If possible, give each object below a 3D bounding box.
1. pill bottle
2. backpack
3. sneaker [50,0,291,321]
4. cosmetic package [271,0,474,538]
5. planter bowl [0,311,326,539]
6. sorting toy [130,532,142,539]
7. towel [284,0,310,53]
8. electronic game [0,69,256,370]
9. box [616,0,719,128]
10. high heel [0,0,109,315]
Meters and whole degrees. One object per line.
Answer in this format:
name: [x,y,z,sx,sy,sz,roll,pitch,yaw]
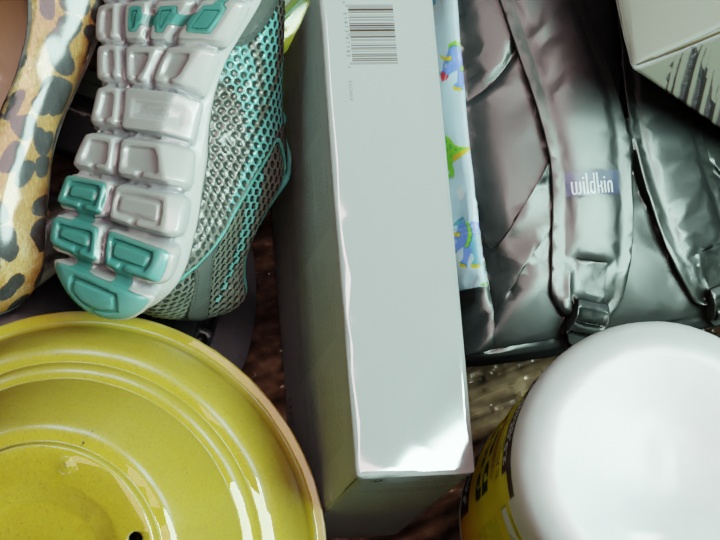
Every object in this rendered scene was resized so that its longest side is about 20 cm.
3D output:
pill bottle: [0.099,0.092,1.089,0.109,0.200,0.109,2,76,-6]
backpack: [0.085,-0.071,1.168,0.163,0.154,0.200,-11,96,-18]
sneaker: [-0.062,-0.070,1.120,0.078,0.091,0.200,14,83,34]
cosmetic package: [0.000,0.000,1.127,0.052,0.151,0.200,-1,76,-13]
planter bowl: [-0.116,0.113,1.066,0.200,0.083,0.201,0,85,6]
sorting toy: [-0.130,0.208,1.120,0.185,0.036,0.200,-16,78,-10]
towel: [-0.104,-0.162,1.189,0.086,0.018,0.200,-46,106,-14]
electronic game: [-0.142,0.005,1.167,0.200,0.042,0.200,4,73,-13]
box: [0.180,-0.094,1.126,0.068,0.200,0.082,-23,61,28]
high heel: [-0.167,-0.085,1.117,0.142,0.071,0.200,-33,98,-27]
